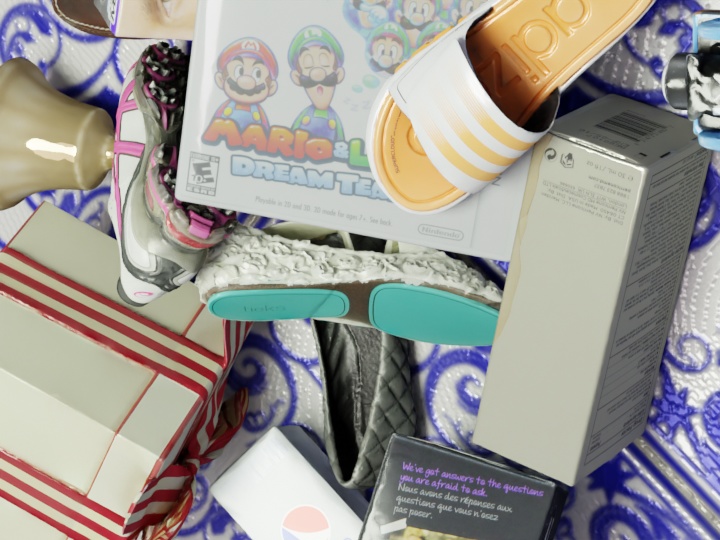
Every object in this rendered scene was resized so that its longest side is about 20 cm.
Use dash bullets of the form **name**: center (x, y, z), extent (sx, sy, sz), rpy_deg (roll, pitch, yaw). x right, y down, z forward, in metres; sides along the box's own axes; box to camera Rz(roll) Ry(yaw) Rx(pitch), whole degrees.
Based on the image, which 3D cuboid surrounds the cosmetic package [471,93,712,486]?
- **cosmetic package**: center (0.134, 0.010, 1.281), extent (0.073, 0.104, 0.200), rpy_deg (23, 115, 25)

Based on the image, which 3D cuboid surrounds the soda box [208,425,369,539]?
- **soda box**: center (-0.004, 0.192, 1.442), extent (0.063, 0.068, 0.200), rpy_deg (-44, 78, 6)

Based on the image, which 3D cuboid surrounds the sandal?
- **sandal**: center (0.078, -0.107, 1.184), extent (0.079, 0.059, 0.207), rpy_deg (41, 112, -10)

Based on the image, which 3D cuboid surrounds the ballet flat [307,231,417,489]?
- **ballet flat**: center (-0.006, 0.041, 1.409), extent (0.066, 0.057, 0.200), rpy_deg (-9, 98, 33)

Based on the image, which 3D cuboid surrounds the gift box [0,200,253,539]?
- **gift box**: center (-0.177, 0.086, 1.429), extent (0.187, 0.185, 0.200), rpy_deg (30, 134, 0)

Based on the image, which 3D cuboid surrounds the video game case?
- **video game case**: center (0.004, -0.107, 1.239), extent (0.200, 0.024, 0.182), rpy_deg (11, 114, 4)

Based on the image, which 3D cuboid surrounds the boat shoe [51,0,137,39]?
- **boat shoe**: center (-0.124, -0.182, 1.405), extent (0.200, 0.070, 0.070), rpy_deg (-2, 99, 34)

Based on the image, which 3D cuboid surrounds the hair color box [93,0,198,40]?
- **hair color box**: center (-0.045, -0.188, 1.278), extent (0.065, 0.200, 0.109), rpy_deg (-124, 39, -59)

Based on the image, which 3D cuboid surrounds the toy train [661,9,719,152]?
- **toy train**: center (0.261, -0.098, 1.156), extent (0.200, 0.114, 0.087), rpy_deg (5, 105, 31)

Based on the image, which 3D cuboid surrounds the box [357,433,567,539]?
- **box**: center (0.044, 0.209, 1.334), extent (0.106, 0.122, 0.200), rpy_deg (17, 84, 10)

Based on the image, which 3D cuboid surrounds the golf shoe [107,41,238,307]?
- **golf shoe**: center (-0.127, -0.065, 1.375), extent (0.073, 0.200, 0.092), rpy_deg (28, 123, -24)

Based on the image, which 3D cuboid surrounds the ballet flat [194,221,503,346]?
- **ballet flat**: center (0.000, 0.000, 1.361), extent (0.200, 0.072, 0.072), rpy_deg (6, 113, -4)

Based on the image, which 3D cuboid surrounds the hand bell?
- **hand bell**: center (-0.143, -0.072, 1.457), extent (0.200, 0.104, 0.104), rpy_deg (12, 112, 17)
